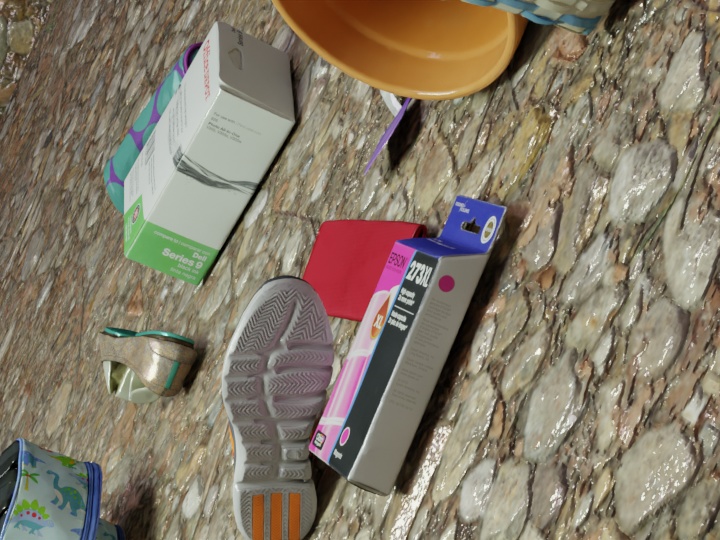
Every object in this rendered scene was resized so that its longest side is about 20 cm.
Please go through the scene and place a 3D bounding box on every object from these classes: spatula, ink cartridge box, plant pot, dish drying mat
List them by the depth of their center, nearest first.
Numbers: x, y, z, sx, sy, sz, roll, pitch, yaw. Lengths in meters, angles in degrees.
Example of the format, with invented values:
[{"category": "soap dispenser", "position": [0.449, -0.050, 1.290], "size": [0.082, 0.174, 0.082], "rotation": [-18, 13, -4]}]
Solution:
[{"category": "ink cartridge box", "position": [0.030, 0.042, 1.365], "size": [0.201, 0.037, 0.095], "rotation": [-65, 18, -1]}, {"category": "plant pot", "position": [0.045, -0.239, 1.467], "size": [0.200, 0.200, 0.140], "rotation": [-37, 17, 55]}, {"category": "dish drying mat", "position": [0.000, 0.000, 1.544], "size": [0.077, 0.018, 0.200], "rotation": [-69, 20, -5]}, {"category": "spatula", "position": [0.022, -0.149, 1.649], "size": [0.057, 0.020, 0.200], "rotation": [-55, 21, 34]}, {"category": "ink cartridge box", "position": [-0.143, -0.111, 1.953], "size": [0.200, 0.084, 0.146], "rotation": [-57, 21, 26]}]

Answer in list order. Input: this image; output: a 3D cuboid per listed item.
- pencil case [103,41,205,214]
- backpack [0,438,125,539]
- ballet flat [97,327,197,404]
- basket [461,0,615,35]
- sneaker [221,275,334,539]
[{"category": "pencil case", "position": [-0.184, -0.139, 2.096], "size": [0.200, 0.085, 0.092], "rotation": [-48, -5, 41]}, {"category": "backpack", "position": [-0.285, 0.258, 1.811], "size": [0.200, 0.147, 0.183], "rotation": [-63, 18, 22]}, {"category": "ballet flat", "position": [-0.207, 0.088, 1.928], "size": [0.200, 0.068, 0.067], "rotation": [178, 107, -71]}, {"category": "basket", "position": [0.122, -0.252, 1.267], "size": [0.200, 0.176, 0.139], "rotation": [-51, 34, 45]}, {"category": "sneaker", "position": [-0.066, 0.086, 1.466], "size": [0.112, 0.077, 0.201], "rotation": [-112, 27, -67]}]
